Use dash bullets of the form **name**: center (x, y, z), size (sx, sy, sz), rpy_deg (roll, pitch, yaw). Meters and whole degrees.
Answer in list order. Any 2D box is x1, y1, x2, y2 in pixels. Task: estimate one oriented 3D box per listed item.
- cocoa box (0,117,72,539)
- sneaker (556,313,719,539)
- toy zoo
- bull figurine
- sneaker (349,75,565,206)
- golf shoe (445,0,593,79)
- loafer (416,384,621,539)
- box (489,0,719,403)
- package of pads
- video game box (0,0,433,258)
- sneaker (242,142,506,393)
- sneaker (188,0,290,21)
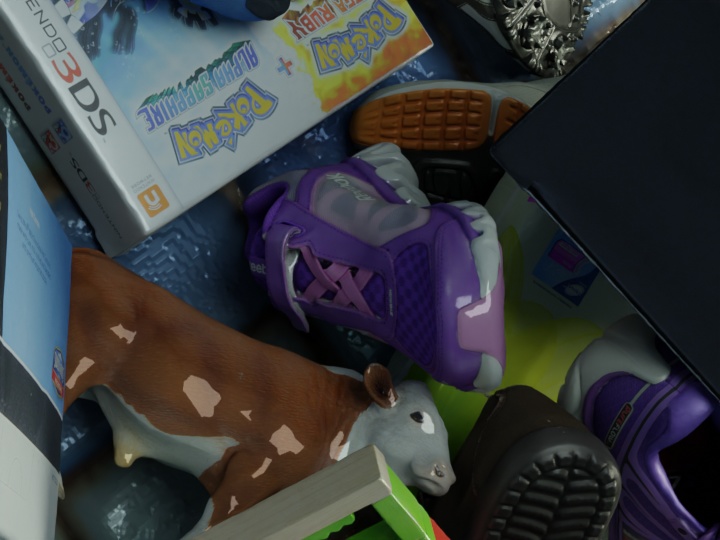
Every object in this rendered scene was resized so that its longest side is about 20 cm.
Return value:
- **cocoa box**: center (-0.177, 0.022, 0.556), size (0.133, 0.200, 0.132), rpy_deg (1, 74, 0)
- **sneaker**: center (0.144, 0.112, 0.726), size (0.081, 0.083, 0.200), rpy_deg (-38, 129, -12)
- **toy zoo**: center (-0.002, 0.163, 0.677), size (0.200, 0.131, 0.021), rpy_deg (53, 14, -37)
- **bull figurine**: center (-0.062, 0.067, 0.689), size (0.199, 0.065, 0.122), rpy_deg (27, 64, 7)
- **sneaker**: center (0.088, -0.068, 0.861), size (0.199, 0.092, 0.076), rpy_deg (5, 114, -13)
- **golf shoe**: center (0.051, -0.174, 0.858), size (0.200, 0.094, 0.078), rpy_deg (46, 68, -45)
- **loafer**: center (0.051, 0.131, 0.722), size (0.073, 0.200, 0.071), rpy_deg (15, 32, -21)
- **box**: center (0.186, -0.039, 0.705), size (0.197, 0.117, 0.200), rpy_deg (47, 31, 1)
- **package of pads**: center (0.104, 0.048, 0.797), size (0.154, 0.068, 0.200), rpy_deg (35, 84, -19)
- **video game box**: center (-0.085, -0.133, 0.773), size (0.200, 0.047, 0.183), rpy_deg (-37, 99, -34)
- **sneaker**: center (0.000, 0.000, 0.723), size (0.088, 0.200, 0.081), rpy_deg (-4, 109, -18)
- **sneaker**: center (-0.115, -0.160, 0.707), size (0.200, 0.078, 0.066), rpy_deg (32, 38, -40)
